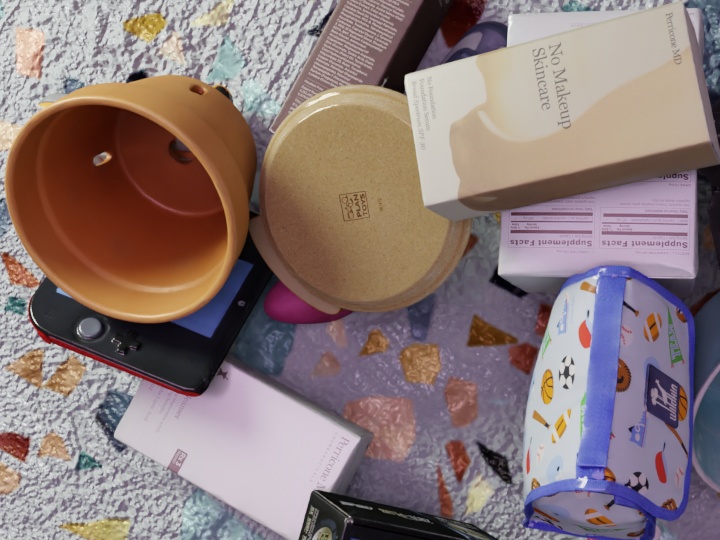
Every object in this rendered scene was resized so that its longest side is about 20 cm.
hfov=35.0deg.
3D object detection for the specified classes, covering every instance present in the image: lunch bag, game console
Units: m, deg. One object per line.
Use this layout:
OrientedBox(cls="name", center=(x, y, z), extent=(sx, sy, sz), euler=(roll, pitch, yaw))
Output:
OrientedBox(cls="lunch bag", center=(0.185, 0.107, 0.855), extent=(0.124, 0.200, 0.170), euler=(5, 68, 13))
OrientedBox(cls="game console", center=(-0.178, 0.005, 1.021), extent=(0.177, 0.031, 0.200), euler=(18, 54, 13))

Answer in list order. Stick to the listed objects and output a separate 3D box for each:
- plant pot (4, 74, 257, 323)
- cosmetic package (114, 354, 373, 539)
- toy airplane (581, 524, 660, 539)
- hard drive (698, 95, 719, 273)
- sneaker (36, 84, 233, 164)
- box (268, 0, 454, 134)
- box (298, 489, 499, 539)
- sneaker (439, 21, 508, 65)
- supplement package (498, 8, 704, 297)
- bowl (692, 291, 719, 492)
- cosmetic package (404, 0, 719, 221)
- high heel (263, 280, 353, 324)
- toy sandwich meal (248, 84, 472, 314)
OrientedBox(cls="plant pot", center=(-0.174, -0.075, 0.959), extent=(0.200, 0.140, 0.200), euler=(8, 121, 13))
OrientedBox(cls="cosmetic package", center=(-0.102, 0.148, 1.019), extent=(0.200, 0.081, 0.113), euler=(26, 88, 13))
OrientedBox(cls="toy airplane", center=(0.225, 0.296, 0.913), extent=(0.199, 0.141, 0.200), euler=(30, 82, 7))
OrientedBox(cls="hard drive", center=(0.316, -0.086, 0.890), extent=(0.038, 0.200, 0.140), euler=(-1, 119, 35))
OrientedBox(cls="sneaker", center=(-0.208, -0.143, 1.075), extent=(0.200, 0.078, 0.077), euler=(10, 64, 13))
OrientedBox(cls="box", center=(0.005, -0.187, 1.020), extent=(0.075, 0.100, 0.200), euler=(27, 91, 11))
OrientedBox(cls="box", center=(0.017, 0.301, 0.944), extent=(0.164, 0.086, 0.200), euler=(18, 88, -23))
OrientedBox(cls="sneaker", center=(0.075, -0.138, 1.010), extent=(0.070, 0.082, 0.200), euler=(31, 91, 12))
OrientedBox(cls="supplement package", center=(0.198, -0.085, 0.925), extent=(0.147, 0.191, 0.200), euler=(1, 86, 15))
OrientedBox(cls="bowl", center=(0.336, 0.077, 0.908), extent=(0.201, 0.105, 0.201), euler=(-5, 122, -7))
OrientedBox(cls="cosmetic package", center=(0.140, -0.107, 0.801), extent=(0.200, 0.071, 0.105), euler=(-13, 79, 21))
OrientedBox(cls="high heel", center=(0.000, 0.000, 1.005), extent=(0.200, 0.096, 0.067), euler=(-15, 83, 9))
OrientedBox(cls="toy sandwich meal", center=(0.005, -0.054, 0.938), extent=(0.205, 0.070, 0.205), euler=(5, 104, 21))
